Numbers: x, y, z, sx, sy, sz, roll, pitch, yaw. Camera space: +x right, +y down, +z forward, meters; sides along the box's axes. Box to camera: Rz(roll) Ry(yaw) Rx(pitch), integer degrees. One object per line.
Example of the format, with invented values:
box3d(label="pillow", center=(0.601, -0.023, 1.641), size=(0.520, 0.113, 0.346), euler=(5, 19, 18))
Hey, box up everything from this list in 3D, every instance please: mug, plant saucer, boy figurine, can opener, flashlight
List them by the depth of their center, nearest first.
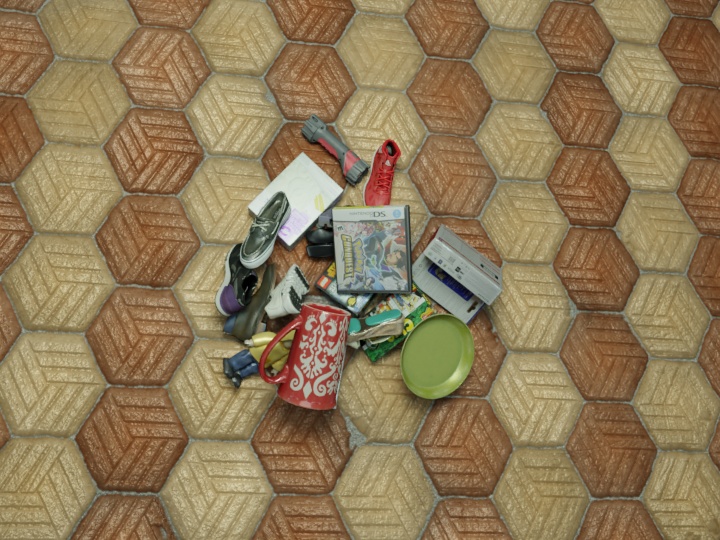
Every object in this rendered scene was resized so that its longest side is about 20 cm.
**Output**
box3d(label="mug", center=(-0.106, 0.176, 1.218), size=(0.133, 0.177, 0.202), euler=(17, 95, 39))
box3d(label="boy figurine", center=(-0.210, 0.194, 1.320), size=(0.199, 0.065, 0.125), euler=(-25, 123, 1))
box3d(label="plant saucer", center=(0.173, 0.195, 1.332), size=(0.198, 0.031, 0.202), euler=(-4, 100, -24))
box3d(label="can opener", center=(-0.039, -0.087, 1.406), size=(0.198, 0.064, 0.079), euler=(-10, 116, 2))
box3d(label="flashlight", center=(-0.068, -0.305, 1.474), size=(0.200, 0.068, 0.068), euler=(41, 74, 7))

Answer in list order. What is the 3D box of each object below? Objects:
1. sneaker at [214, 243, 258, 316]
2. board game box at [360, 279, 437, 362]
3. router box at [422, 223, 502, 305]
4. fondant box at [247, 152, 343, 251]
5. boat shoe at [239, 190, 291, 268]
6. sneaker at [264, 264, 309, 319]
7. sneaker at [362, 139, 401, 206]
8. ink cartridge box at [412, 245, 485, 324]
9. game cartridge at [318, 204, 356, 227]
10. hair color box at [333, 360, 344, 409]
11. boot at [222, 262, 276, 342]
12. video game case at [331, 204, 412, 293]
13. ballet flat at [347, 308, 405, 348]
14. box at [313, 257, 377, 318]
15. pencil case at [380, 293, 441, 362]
box3d(label="sneaker", center=(-0.266, 0.013, 1.332), size=(0.087, 0.076, 0.201), euler=(-20, 45, 25))
box3d(label="board game box", center=(0.075, 0.119, 1.363), size=(0.200, 0.023, 0.105), euler=(-42, 80, 19))
box3d(label="router box", center=(0.253, -0.020, 1.397), size=(0.199, 0.180, 0.049), euler=(38, 110, 2))
box3d(label="fondant box", center=(-0.160, -0.171, 1.432), size=(0.144, 0.058, 0.200), euler=(42, 77, 2))
box3d(label="boat shoe", center=(-0.225, -0.100, 1.322), size=(0.071, 0.071, 0.201), euler=(14, 60, 14))
box3d(label="sneaker", center=(-0.170, 0.048, 1.329), size=(0.081, 0.200, 0.075), euler=(-27, 106, 14))
box3d(label="sneaker", center=(0.053, -0.236, 1.445), size=(0.078, 0.116, 0.202), euler=(5, 77, -7))
box3d(label="ink cartridge box", center=(0.214, 0.036, 1.425), size=(0.200, 0.037, 0.095), euler=(39, 116, 3))
box3d(label="game cartridge", center=(0.012, -0.125, 1.388), size=(0.198, 0.130, 0.039), euler=(7, 114, 13))
box3d(label="hair color box", center=(-0.095, 0.217, 1.355), size=(0.108, 0.065, 0.202), euler=(12, 75, -6))
box3d(label="boot", center=(-0.258, 0.071, 1.359), size=(0.096, 0.075, 0.202), euler=(13, 78, -8))
box3d(label="video game case", center=(0.027, -0.047, 1.320), size=(0.179, 0.025, 0.202), euler=(0, 103, 14))
box3d(label="ballet flat", center=(0.007, 0.143, 1.321), size=(0.198, 0.068, 0.068), euler=(-10, 118, 2))
box3d(label="box", center=(0.000, 0.000, 1.409), size=(0.136, 0.040, 0.201), euler=(33, 75, 18))
box3d(label="pencil case", center=(0.125, 0.127, 1.397), size=(0.089, 0.078, 0.201), euler=(-25, 83, -13))
